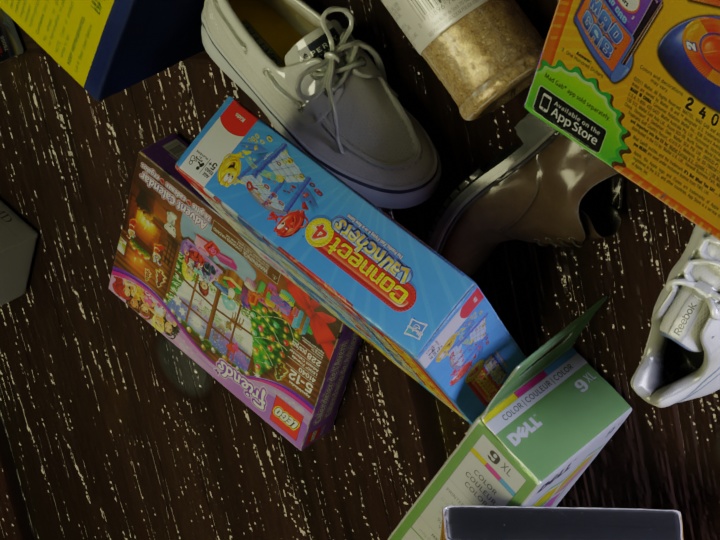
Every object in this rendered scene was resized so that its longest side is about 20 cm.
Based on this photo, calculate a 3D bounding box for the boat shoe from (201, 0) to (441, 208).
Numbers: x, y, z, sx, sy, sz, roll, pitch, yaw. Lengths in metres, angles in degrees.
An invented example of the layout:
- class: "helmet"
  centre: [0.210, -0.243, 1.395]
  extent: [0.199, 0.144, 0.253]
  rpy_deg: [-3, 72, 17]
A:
- class: "boat shoe"
  centre: [-0.023, -0.127, 1.358]
  extent: [0.202, 0.075, 0.086]
  rpy_deg: [47, 155, 22]

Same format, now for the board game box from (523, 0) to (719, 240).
- class: "board game box"
  centre: [0.233, -0.136, 1.015]
  extent: [0.200, 0.200, 0.200]
  rpy_deg: [37, 134, 23]

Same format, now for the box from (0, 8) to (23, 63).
- class: "box"
  centre: [-0.337, -0.243, 1.619]
  extent: [0.137, 0.040, 0.201]
  rpy_deg: [-3, 112, 46]

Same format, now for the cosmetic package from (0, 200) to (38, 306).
- class: "cosmetic package"
  centre: [-0.356, 0.004, 1.662]
  extent: [0.101, 0.200, 0.071]
  rpy_deg: [39, 134, 19]

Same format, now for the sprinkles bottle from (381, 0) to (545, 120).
- class: "sprinkles bottle"
  centre: [0.032, -0.185, 1.278]
  extent: [0.200, 0.068, 0.068]
  rpy_deg: [55, 138, 4]

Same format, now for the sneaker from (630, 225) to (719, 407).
- class: "sneaker"
  centre: [0.209, 0.002, 1.206]
  extent: [0.074, 0.087, 0.200]
  rpy_deg: [35, 132, 27]

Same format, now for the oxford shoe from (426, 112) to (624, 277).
- class: "oxford shoe"
  centre: [0.106, -0.038, 1.293]
  extent: [0.084, 0.073, 0.200]
  rpy_deg: [50, 139, 3]

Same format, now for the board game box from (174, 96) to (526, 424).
- class: "board game box"
  centre: [0.000, 0.000, 1.342]
  extent: [0.196, 0.056, 0.200]
  rpy_deg: [38, 176, 22]

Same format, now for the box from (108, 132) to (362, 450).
- class: "box"
  centre: [-0.087, 0.015, 1.532]
  extent: [0.200, 0.039, 0.137]
  rpy_deg: [38, 135, 21]

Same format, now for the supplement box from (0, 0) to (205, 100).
- class: "supplement box"
  centre: [-0.188, -0.229, 1.432]
  extent: [0.200, 0.109, 0.109]
  rpy_deg: [44, 136, 15]

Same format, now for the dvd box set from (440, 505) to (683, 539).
- class: "dvd box set"
  centre: [0.117, 0.216, 1.369]
  extent: [0.146, 0.029, 0.200]
  rpy_deg: [2, 139, -2]

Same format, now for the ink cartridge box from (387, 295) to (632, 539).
- class: "ink cartridge box"
  centre: [0.103, 0.115, 1.360]
  extent: [0.059, 0.104, 0.200]
  rpy_deg: [45, 136, 14]
